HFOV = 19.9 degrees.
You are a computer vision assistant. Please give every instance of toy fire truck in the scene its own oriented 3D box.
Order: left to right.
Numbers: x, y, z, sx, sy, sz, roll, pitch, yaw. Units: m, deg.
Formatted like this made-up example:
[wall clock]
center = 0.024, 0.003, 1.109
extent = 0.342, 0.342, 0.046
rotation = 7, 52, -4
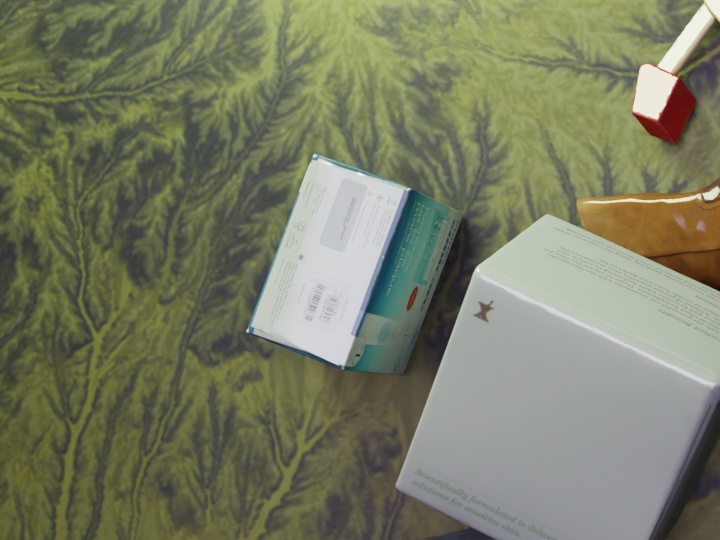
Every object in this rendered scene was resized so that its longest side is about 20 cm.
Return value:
[toy fire truck]
center = 0.311, -0.188, 1.606
extent = 0.141, 0.049, 0.200
rotation = 19, 80, 32

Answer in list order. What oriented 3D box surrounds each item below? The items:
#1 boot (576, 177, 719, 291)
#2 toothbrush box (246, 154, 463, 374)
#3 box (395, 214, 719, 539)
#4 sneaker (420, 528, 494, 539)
[boot]
center = 0.264, -0.065, 1.575
extent = 0.200, 0.068, 0.188
rotation = -8, 109, 30
[toothbrush box]
center = 0.000, 0.000, 1.603
extent = 0.085, 0.200, 0.146
rotation = 21, 90, 14
[box]
center = 0.168, 0.098, 1.542
extent = 0.199, 0.171, 0.200
rotation = 26, 113, 14
[sneaker]
center = 0.080, 0.248, 1.638
extent = 0.200, 0.073, 0.071
rotation = -12, 92, 22
